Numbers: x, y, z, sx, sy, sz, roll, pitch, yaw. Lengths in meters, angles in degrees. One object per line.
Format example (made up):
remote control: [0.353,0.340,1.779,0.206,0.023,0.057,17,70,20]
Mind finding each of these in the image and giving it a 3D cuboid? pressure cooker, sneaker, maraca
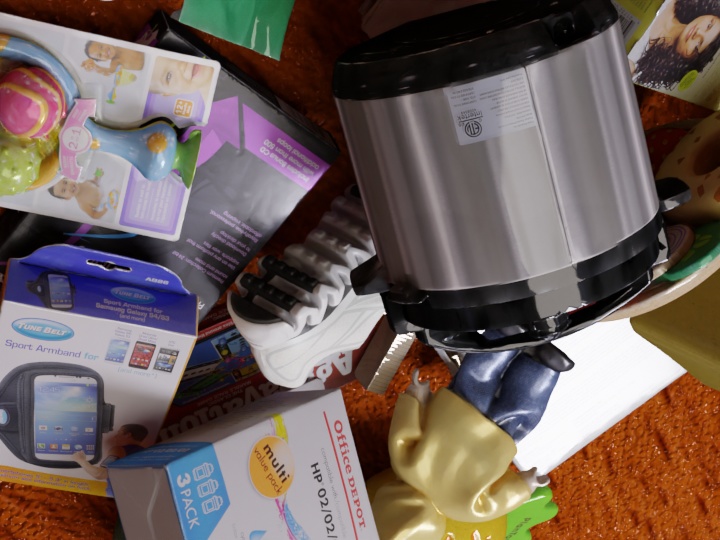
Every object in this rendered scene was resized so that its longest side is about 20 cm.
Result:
pressure cooker: [0.082,-0.050,0.819,0.178,0.175,0.202,-31,111,-44]
sneaker: [0.000,0.000,0.930,0.199,0.075,0.082,-36,134,-23]
maraca: [0.066,0.207,1.107,0.198,0.108,0.137,1,145,-30]

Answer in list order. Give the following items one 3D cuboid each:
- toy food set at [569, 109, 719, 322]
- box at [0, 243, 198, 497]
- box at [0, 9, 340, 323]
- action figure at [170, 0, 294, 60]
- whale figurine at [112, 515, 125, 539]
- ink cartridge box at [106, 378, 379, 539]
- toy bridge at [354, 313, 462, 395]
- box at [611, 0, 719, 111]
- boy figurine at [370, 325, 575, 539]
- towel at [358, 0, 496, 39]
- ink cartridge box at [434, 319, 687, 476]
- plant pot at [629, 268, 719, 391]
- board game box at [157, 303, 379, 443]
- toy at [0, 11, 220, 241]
toy food set: [0.181,-0.040,0.933,0.198,0.199,0.049,-47,119,-17]
box: [-0.178,0.067,0.881,0.118,0.042,0.201,11,136,-16]
box: [-0.128,-0.040,0.872,0.142,0.036,0.200,32,106,-32]
action figure: [-0.045,-0.223,0.764,0.202,0.054,0.118,-69,163,6]
whale figurine: [-0.097,0.183,1.033,0.199,0.103,0.160,-22,139,-43]
ink cartridge box: [-0.059,0.150,0.928,0.199,0.067,0.116,-20,98,-46]
toy bridge: [0.021,0.055,1.002,0.199,0.027,0.068,19,107,-32]
box: [0.219,-0.154,0.924,0.199,0.050,0.076,2,126,-52]
boy figurine: [0.074,0.129,0.996,0.124,0.064,0.201,32,95,-1]
towel: [0.119,-0.195,0.899,0.199,0.032,0.192,24,111,-36]
ink cartridge box: [0.142,0.047,1.090,0.162,0.050,0.201,-36,113,2]
plant pot: [0.352,0.024,1.010,0.194,0.199,0.197,30,91,-54]
board game box: [-0.082,0.067,0.992,0.198,0.019,0.104,-23,131,-10]
toy: [-0.185,-0.079,0.785,0.198,0.047,0.116,9,113,-19]
